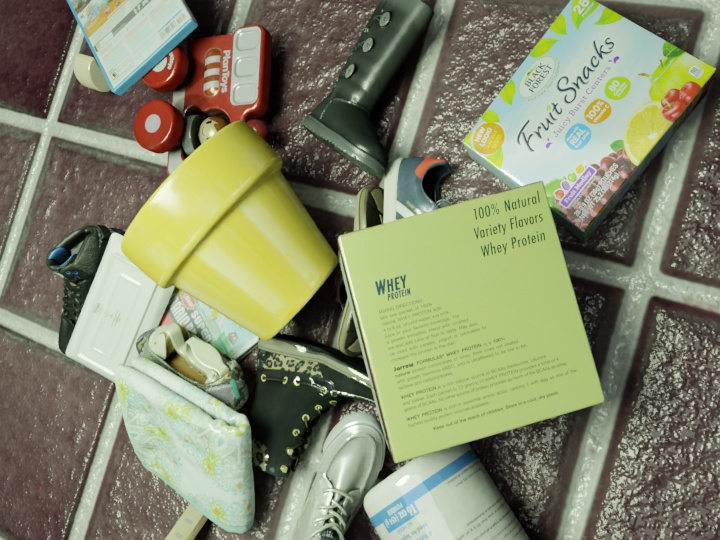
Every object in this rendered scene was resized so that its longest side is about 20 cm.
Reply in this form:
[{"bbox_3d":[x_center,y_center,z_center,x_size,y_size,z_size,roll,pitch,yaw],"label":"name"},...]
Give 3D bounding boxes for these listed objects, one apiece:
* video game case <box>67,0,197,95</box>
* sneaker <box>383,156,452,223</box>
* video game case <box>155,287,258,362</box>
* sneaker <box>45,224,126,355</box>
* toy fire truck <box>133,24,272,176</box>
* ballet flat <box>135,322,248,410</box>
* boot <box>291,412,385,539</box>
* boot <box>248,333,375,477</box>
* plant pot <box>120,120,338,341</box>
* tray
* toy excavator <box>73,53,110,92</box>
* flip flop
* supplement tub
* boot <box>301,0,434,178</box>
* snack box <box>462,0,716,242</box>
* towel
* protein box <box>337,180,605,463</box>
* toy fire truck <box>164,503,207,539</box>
[{"bbox_3d":[-0.309,-0.351,0.811,0.142,0.018,0.202,-35,73,14],"label":"video game case"},{"bbox_3d":[0.073,-0.036,0.704,0.083,0.075,0.204,-5,80,25],"label":"sneaker"},{"bbox_3d":[-0.194,0.059,0.828,0.199,0.017,0.144,-39,70,12],"label":"video game case"},{"bbox_3d":[-0.404,0.024,0.866,0.072,0.112,0.202,27,92,24],"label":"sneaker"},{"bbox_3d":[-0.197,-0.219,0.822,0.165,0.112,0.204,-1,82,21],"label":"toy fire truck"},{"bbox_3d":[-0.215,0.102,0.770,0.198,0.072,0.073,25,91,32],"label":"ballet flat"},{"bbox_3d":[-0.024,0.259,0.660,0.072,0.096,0.203,18,108,-7],"label":"boot"},{"bbox_3d":[-0.052,0.170,0.725,0.201,0.073,0.156,15,90,28],"label":"boot"},{"bbox_3d":[-0.132,-0.031,0.705,0.189,0.201,0.201,43,99,-6],"label":"plant pot"},{"bbox_3d":[-0.328,0.061,0.837,0.106,0.022,0.202,28,106,1],"label":"tray"},{"bbox_3d":[-0.360,-0.395,0.928,0.099,0.202,0.195,19,45,23],"label":"toy excavator"},{"bbox_3d":[0.000,0.000,0.732,0.057,0.081,0.204,-4,78,38],"label":"flip flop"},{"bbox_3d":[0.103,0.282,0.612,0.131,0.132,0.201,-38,69,12],"label":"supplement tub"},{"bbox_3d":[0.027,-0.228,0.741,0.201,0.065,0.165,-53,48,4],"label":"boot"},{"bbox_3d":[0.237,-0.163,0.662,0.168,0.068,0.201,42,97,22],"label":"snack box"},{"bbox_3d":[-0.209,0.209,0.743,0.198,0.048,0.173,22,129,26],"label":"towel"},{"bbox_3d":[0.094,0.048,0.602,0.195,0.135,0.203,-15,86,-3],"label":"protein box"},{"bbox_3d":[-0.197,0.395,0.733,0.173,0.128,0.204,3,93,22],"label":"toy fire truck"}]
